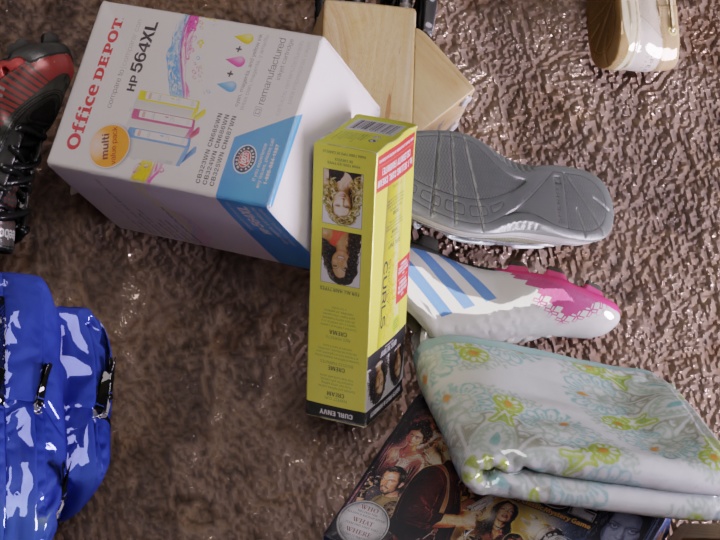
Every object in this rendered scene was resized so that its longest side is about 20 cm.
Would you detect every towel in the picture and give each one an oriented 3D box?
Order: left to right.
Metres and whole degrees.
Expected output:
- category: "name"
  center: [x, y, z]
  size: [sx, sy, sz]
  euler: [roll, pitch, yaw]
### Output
- category: "towel"
  center: [0.145, 0.106, 1.625]
  size: [0.199, 0.171, 0.048]
  euler: [8, 110, -15]

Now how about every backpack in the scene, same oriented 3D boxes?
- category: "backpack"
  center: [-0.248, 0.115, 1.549]
  size: [0.167, 0.163, 0.201]
  euler: [6, 66, -13]

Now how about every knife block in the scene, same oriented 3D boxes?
- category: "knife block"
  center: [-0.012, -0.156, 1.756]
  size: [0.200, 0.064, 0.176]
  euler: [-39, 79, -22]

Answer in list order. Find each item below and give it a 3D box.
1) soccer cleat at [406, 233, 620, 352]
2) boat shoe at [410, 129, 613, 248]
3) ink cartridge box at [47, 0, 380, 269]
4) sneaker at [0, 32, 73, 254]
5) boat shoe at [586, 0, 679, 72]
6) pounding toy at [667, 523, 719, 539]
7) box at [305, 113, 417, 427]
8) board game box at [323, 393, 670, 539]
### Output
- category: "soccer cleat"
  center: [0.084, 0.033, 1.709]
  size: [0.199, 0.070, 0.087]
  euler: [15, 75, 0]
- category: "boat shoe"
  center: [0.086, -0.051, 1.705]
  size: [0.201, 0.065, 0.075]
  euler: [7, 71, -31]
- category: "ink cartridge box"
  center: [-0.111, -0.095, 1.644]
  size: [0.199, 0.125, 0.129]
  euler: [11, 74, 23]
- category: "sneaker"
  center: [-0.251, -0.067, 1.624]
  size: [0.098, 0.071, 0.201]
  euler: [46, 104, 23]
- category: "boat shoe"
  center: [0.216, -0.241, 1.848]
  size: [0.069, 0.074, 0.201]
  euler: [11, 67, -20]
- category: "pounding toy"
  center: [0.254, 0.233, 1.561]
  size: [0.142, 0.200, 0.184]
  euler: [48, 64, -17]
- category: "box"
  center: [0.000, 0.000, 1.624]
  size: [0.050, 0.201, 0.075]
  euler: [11, 22, 22]
- category: "board game box"
  center: [0.094, 0.179, 1.621]
  size: [0.199, 0.035, 0.136]
  euler: [23, 56, 19]
